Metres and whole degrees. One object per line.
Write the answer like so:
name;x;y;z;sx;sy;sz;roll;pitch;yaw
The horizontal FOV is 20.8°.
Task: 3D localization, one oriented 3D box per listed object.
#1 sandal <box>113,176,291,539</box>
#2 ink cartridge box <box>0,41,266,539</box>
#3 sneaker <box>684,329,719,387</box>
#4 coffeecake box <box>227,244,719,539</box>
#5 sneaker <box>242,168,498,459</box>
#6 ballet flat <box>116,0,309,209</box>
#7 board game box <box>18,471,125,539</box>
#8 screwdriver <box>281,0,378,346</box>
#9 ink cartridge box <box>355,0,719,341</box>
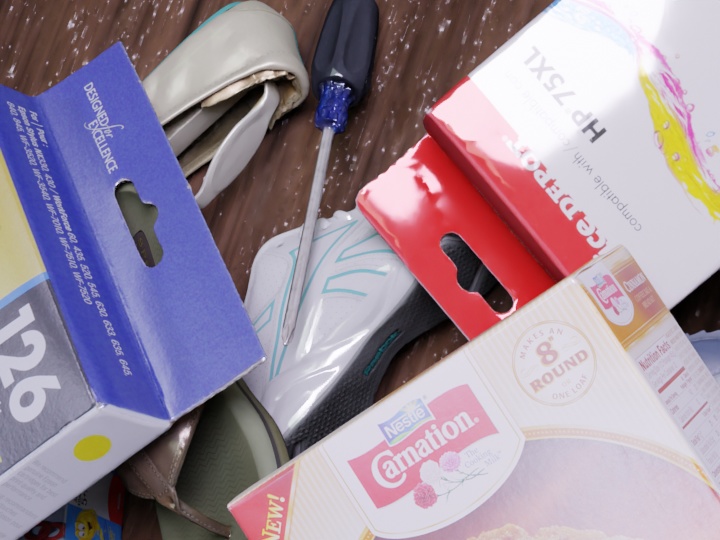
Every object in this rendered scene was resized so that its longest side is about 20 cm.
sandal;-0.082;0.055;0.793;0.080;0.057;0.201;-42;58;40
ink cartridge box;-0.158;0.016;0.797;0.200;0.047;0.198;-37;50;11
sneaker;0.158;0.069;0.708;0.199;0.070;0.082;-6;45;-1
coffeecake box;0.076;0.118;0.672;0.153;0.073;0.200;-35;85;23
sneaker;0.000;0.000;0.824;0.200;0.070;0.080;-47;61;0
ballet flat;-0.103;-0.040;0.875;0.200;0.069;0.070;-41;64;3
board game box;-0.207;0.179;0.842;0.199;0.056;0.196;-5;70;18
screwdriver;-0.014;-0.049;0.827;0.029;0.028;0.200;-52;21;41
ink cartridge box;0.105;-0.052;0.743;0.200;0.067;0.116;-41;88;1
